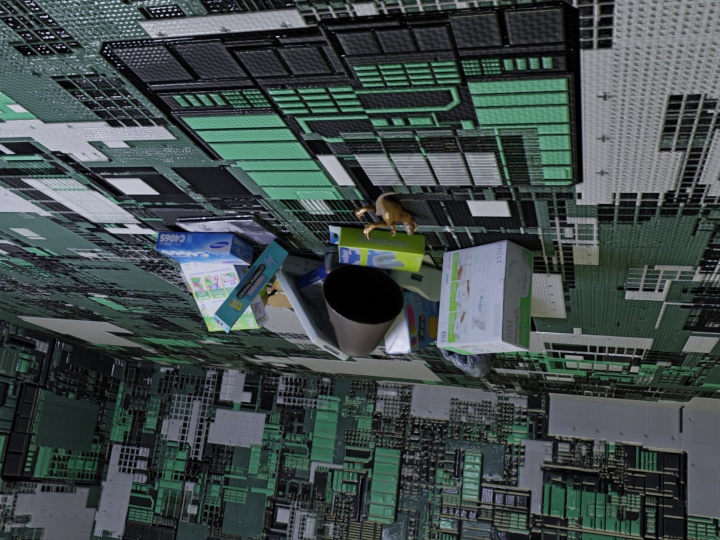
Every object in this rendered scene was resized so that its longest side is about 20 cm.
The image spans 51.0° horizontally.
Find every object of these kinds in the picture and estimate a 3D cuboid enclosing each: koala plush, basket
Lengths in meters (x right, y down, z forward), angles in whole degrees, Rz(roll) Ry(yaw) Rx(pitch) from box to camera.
[{"bbox_3d":[0.305,0.145,1.888,0.175,0.186,0.201,-12,152,-41],"label":"koala plush"},{"bbox_3d":[-0.002,0.097,1.662,0.176,0.138,0.201,16,150,4],"label":"basket"}]

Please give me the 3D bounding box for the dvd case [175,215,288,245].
[{"bbox_3d":[-0.274,-0.083,1.617,0.195,0.016,0.148,0,163,25],"label":"dvd case"}]

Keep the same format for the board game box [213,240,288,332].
[{"bbox_3d":[-0.242,0.037,1.645,0.047,0.201,0.151,38,166,-4],"label":"board game box"}]

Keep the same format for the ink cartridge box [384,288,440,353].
[{"bbox_3d":[0.133,0.107,1.797,0.075,0.140,0.198,-5,-175,34],"label":"ink cartridge box"}]

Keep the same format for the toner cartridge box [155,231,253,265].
[{"bbox_3d":[-0.343,-0.049,1.661,0.195,0.044,0.095,3,166,24],"label":"toner cartridge box"}]

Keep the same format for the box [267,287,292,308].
[{"bbox_3d":[-0.192,0.080,2.139,0.195,0.022,0.163,1,163,20],"label":"box"}]

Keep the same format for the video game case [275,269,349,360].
[{"bbox_3d":[-0.110,0.104,1.753,0.024,0.202,0.182,-36,151,7],"label":"video game case"}]

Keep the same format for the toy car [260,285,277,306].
[{"bbox_3d":[-0.290,0.054,1.963,0.160,0.162,0.199,9,-166,21],"label":"toy car"}]

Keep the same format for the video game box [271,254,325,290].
[{"bbox_3d":[-0.118,0.019,1.851,0.178,0.048,0.200,12,163,-10],"label":"video game box"}]

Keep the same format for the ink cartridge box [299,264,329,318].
[{"bbox_3d":[-0.051,0.070,1.780,0.092,0.045,0.200,-23,133,24],"label":"ink cartridge box"}]

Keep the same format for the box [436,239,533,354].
[{"bbox_3d":[0.251,0.058,1.524,0.095,0.205,0.174,18,160,-39],"label":"box"}]

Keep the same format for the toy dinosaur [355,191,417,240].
[{"bbox_3d":[0.042,-0.109,1.340,0.104,0.062,0.199,-25,160,16],"label":"toy dinosaur"}]

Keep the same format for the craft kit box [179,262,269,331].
[{"bbox_3d":[-0.327,0.045,1.798,0.197,0.202,0.048,-6,-162,42],"label":"craft kit box"}]

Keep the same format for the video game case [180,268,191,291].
[{"bbox_3d":[-0.420,0.037,2.106,0.139,0.018,0.200,8,164,-4],"label":"video game case"}]

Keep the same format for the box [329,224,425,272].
[{"bbox_3d":[0.031,-0.045,1.554,0.194,0.049,0.122,6,164,1],"label":"box"}]

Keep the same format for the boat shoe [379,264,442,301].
[{"bbox_3d":[0.121,0.015,1.707,0.197,0.072,0.069,16,-173,-39],"label":"boat shoe"}]

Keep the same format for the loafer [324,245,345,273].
[{"bbox_3d":[0.000,0.000,1.692,0.197,0.065,0.071,18,162,-32],"label":"loafer"}]
